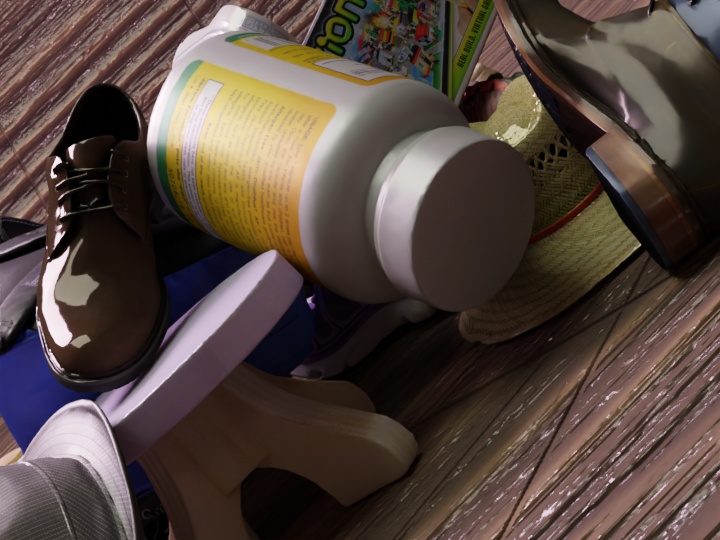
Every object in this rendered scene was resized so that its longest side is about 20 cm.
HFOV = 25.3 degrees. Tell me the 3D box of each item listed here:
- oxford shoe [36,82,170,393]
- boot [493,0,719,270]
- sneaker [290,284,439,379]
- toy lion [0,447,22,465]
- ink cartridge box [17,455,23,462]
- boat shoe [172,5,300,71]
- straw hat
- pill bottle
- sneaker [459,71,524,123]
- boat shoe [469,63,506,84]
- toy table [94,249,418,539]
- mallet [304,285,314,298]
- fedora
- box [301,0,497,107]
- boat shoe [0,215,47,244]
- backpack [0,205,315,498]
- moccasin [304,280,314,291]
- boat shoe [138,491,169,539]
[{"bbox_3d":[-0.142,-0.023,0.844,0.072,0.085,0.201,-9,46,0],"label":"oxford shoe"},{"bbox_3d":[0.134,-0.094,0.749,0.096,0.075,0.201,-32,51,6],"label":"boot"},{"bbox_3d":[0.000,0.000,1.005,0.200,0.083,0.081,-36,12,47],"label":"sneaker"},{"bbox_3d":[-0.230,0.152,1.379,0.191,0.069,0.200,-39,9,-12],"label":"toy lion"},{"bbox_3d":[-0.182,0.136,1.161,0.200,0.084,0.144,-49,11,-26],"label":"ink cartridge box"},{"bbox_3d":[-0.085,-0.102,0.985,0.069,0.072,0.200,-64,16,-12],"label":"boat shoe"},{"bbox_3d":[0.096,-0.056,0.850,0.201,0.085,0.201,-43,10,10],"label":"straw hat"},{"bbox_3d":[-0.011,-0.049,0.814,0.199,0.113,0.113,23,62,44],"label":"pill bottle"},{"bbox_3d":[0.057,-0.065,1.092,0.200,0.071,0.098,-23,34,44],"label":"sneaker"},{"bbox_3d":[0.057,-0.094,1.202,0.200,0.068,0.075,-32,14,48],"label":"boat shoe"},{"bbox_3d":[-0.067,0.089,0.813,0.200,0.117,0.184,-32,16,52],"label":"toy table"},{"bbox_3d":[-0.009,0.001,1.107,0.200,0.041,0.066,-42,20,37],"label":"mallet"},{"bbox_3d":[-0.167,0.157,0.720,0.177,0.090,0.202,-40,53,44],"label":"fedora"},{"bbox_3d":[0.015,-0.131,1.040,0.201,0.109,0.035,-67,8,-20],"label":"box"},{"bbox_3d":[-0.191,-0.003,1.083,0.071,0.072,0.200,-35,-28,15],"label":"boat shoe"},{"bbox_3d":[-0.129,0.035,0.974,0.199,0.169,0.162,-29,31,-12],"label":"backpack"},{"bbox_3d":[-0.096,-0.020,1.192,0.074,0.199,0.078,112,158,-50],"label":"moccasin"},{"bbox_3d":[-0.143,0.144,1.048,0.199,0.063,0.075,-31,15,-15],"label":"boat shoe"}]
